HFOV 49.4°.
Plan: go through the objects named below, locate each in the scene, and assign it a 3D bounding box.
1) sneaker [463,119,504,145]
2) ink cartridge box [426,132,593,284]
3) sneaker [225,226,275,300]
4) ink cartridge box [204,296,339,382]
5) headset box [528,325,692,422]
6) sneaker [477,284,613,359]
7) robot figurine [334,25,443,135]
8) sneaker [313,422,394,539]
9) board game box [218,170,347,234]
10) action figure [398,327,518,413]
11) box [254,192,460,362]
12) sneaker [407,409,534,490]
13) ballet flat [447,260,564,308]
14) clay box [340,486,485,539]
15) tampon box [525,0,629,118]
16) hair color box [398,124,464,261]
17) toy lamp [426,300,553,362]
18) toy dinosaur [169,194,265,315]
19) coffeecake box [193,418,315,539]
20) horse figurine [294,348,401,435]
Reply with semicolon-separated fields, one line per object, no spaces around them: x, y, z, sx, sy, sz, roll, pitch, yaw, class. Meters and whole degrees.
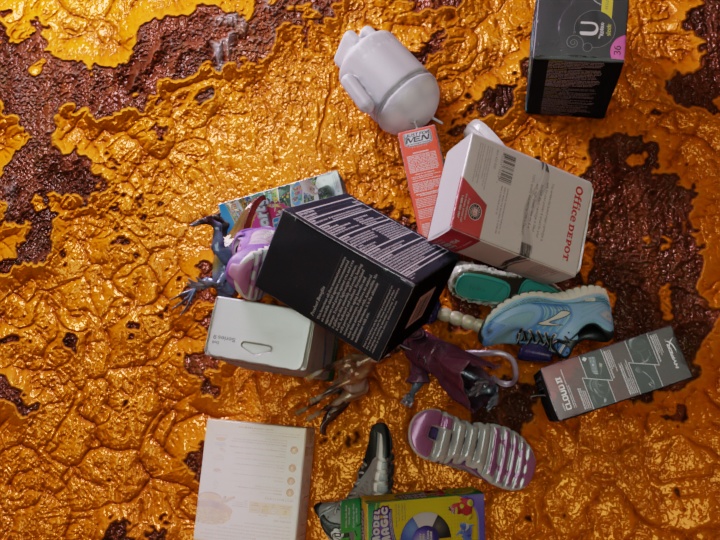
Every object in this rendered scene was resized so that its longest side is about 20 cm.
0.186;-0.126;1.196;0.115;0.074;0.201;-30;77;-2;sneaker
0.209;-0.081;1.092;0.199;0.083;0.148;20;72;-15;ink cartridge box
-0.149;-0.020;1.103;0.088;0.200;0.081;26;108;10;sneaker
-0.119;0.104;1.130;0.144;0.200;0.088;8;81;11;ink cartridge box
0.329;0.149;1.080;0.199;0.149;0.078;-18;76;5;headset box
0.262;0.079;1.087;0.199;0.079;0.090;-10;59;-6;sneaker
0.045;-0.293;1.229;0.169;0.113;0.200;-31;72;-35;robot figurine
-0.012;0.322;1.137;0.115;0.075;0.201;-1;80;11;sneaker
-0.109;-0.055;1.232;0.199;0.064;0.148;-15;77;7;board game box
0.112;0.119;1.143;0.149;0.135;0.200;-31;45;-32;action figure
0.000;0.000;1.057;0.198;0.200;0.124;31;112;16;box
0.151;0.253;1.119;0.199;0.088;0.081;22;72;-10;sneaker
0.218;0.025;1.157;0.199;0.072;0.072;18;81;-14;ballet flat
0.073;0.367;1.081;0.199;0.048;0.116;-1;89;-16;clay box
0.315;-0.333;1.152;0.126;0.200;0.151;5;80;10;tampon box
0.108;-0.106;1.190;0.061;0.102;0.201;-11;76;6;hair color box
0.190;0.088;1.162;0.199;0.058;0.058;17;82;14;toy lamp
-0.196;0.006;1.162;0.199;0.105;0.182;-24;96;-9;toy dinosaur
-0.156;0.327;1.156;0.153;0.073;0.201;3;79;9;coffeecake box
-0.025;0.166;1.127;0.132;0.200;0.050;-25;64;-25;horse figurine
